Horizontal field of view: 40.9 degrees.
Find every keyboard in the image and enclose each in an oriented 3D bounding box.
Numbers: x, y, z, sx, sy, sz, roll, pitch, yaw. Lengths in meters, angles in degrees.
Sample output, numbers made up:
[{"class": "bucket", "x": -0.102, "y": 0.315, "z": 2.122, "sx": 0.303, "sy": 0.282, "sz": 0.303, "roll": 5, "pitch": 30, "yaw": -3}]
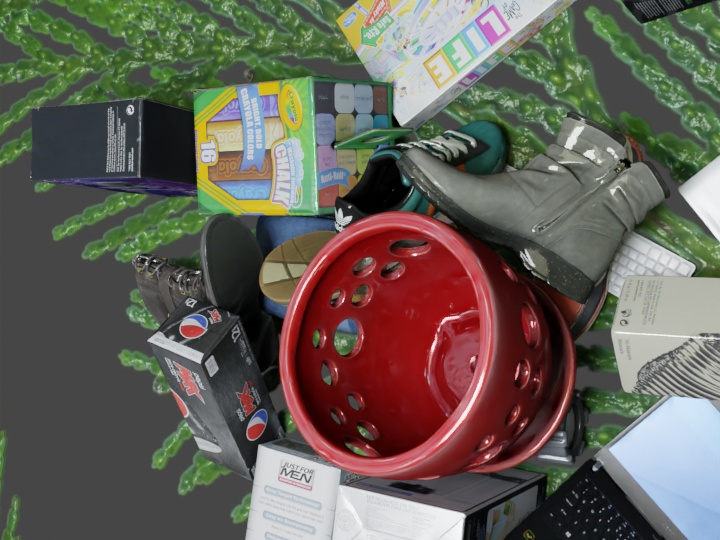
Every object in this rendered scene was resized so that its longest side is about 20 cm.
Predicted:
[{"class": "keyboard", "x": 0.199, "y": -0.028, "z": 0.872, "sx": 0.200, "sy": 0.011, "sz": 0.056, "roll": 32, "pitch": 104, "yaw": 24}]

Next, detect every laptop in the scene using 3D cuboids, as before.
[{"class": "laptop", "x": 0.251, "y": 0.218, "z": 0.778, "sx": 0.177, "sy": 0.200, "sz": 0.103, "roll": 49, "pitch": 147, "yaw": 14}]

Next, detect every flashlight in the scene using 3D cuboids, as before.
[{"class": "flashlight", "x": 0.106, "y": 0.134, "z": 0.892, "sx": 0.199, "sy": 0.068, "sz": 0.068, "roll": 1, "pitch": 46, "yaw": 31}]

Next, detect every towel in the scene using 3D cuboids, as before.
[{"class": "towel", "x": -0.016, "y": 0.005, "z": 0.964, "sx": 0.199, "sy": 0.048, "sz": 0.112, "roll": 11, "pitch": 93, "yaw": 27}]

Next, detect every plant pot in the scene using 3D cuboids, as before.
[{"class": "plant pot", "x": 0.062, "y": 0.068, "z": 0.784, "sx": 0.200, "sy": 0.182, "sz": 0.201, "roll": -9, "pitch": 74, "yaw": 33}]

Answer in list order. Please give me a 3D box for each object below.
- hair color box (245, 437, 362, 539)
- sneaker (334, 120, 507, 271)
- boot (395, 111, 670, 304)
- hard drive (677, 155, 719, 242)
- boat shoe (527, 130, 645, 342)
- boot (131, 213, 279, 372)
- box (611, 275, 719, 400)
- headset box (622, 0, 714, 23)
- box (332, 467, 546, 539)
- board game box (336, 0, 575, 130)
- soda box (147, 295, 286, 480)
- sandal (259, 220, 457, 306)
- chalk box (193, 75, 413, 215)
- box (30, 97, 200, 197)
[{"class": "hair color box", "x": -0.062, "y": 0.281, "z": 0.978, "sx": 0.099, "sy": 0.061, "sz": 0.201, "roll": 10, "pitch": 95, "yaw": 27}, {"class": "sneaker", "x": 0.057, "y": -0.084, "z": 0.855, "sx": 0.071, "sy": 0.080, "sz": 0.200, "roll": 29, "pitch": 60, "yaw": 38}, {"class": "boot", "x": 0.139, "y": -0.076, "z": 0.785, "sx": 0.200, "sy": 0.068, "sz": 0.131, "roll": 33, "pitch": 94, "yaw": -3}, {"class": "hard drive", "x": 0.377, "y": -0.078, "z": 0.769, "sx": 0.200, "sy": 0.027, "sz": 0.132, "roll": -41, "pitch": 71, "yaw": 22}, {"class": "boat shoe", "x": 0.190, "y": -0.024, "z": 0.838, "sx": 0.071, "sy": 0.063, "sz": 0.201, "roll": 25, "pitch": 97, "yaw": 23}, {"class": "boot", "x": -0.174, "y": 0.015, "z": 0.986, "sx": 0.174, "sy": 0.069, "sz": 0.201, "roll": 20, "pitch": 134, "yaw": 35}, {"class": "box", "x": 0.308, "y": 0.056, "z": 0.763, "sx": 0.199, "sy": 0.082, "sz": 0.069, "roll": 1, "pitch": 45, "yaw": 29}, {"class": "headset box", "x": 0.300, "y": -0.319, "z": 0.776, "sx": 0.199, "sy": 0.093, "sz": 0.175, "roll": -11, "pitch": 85, "yaw": 27}, {"class": "box", "x": 0.073, "y": 0.208, "z": 0.829, "sx": 0.116, "sy": 0.200, "sz": 0.060, "roll": 6, "pitch": 91, "yaw": 30}, {"class": "board game box", "x": 0.088, "y": -0.249, "z": 0.920, "sx": 0.200, "sy": 0.034, "sz": 0.135, "roll": -37, "pitch": 73, "yaw": 22}, {"class": "soda box", "x": -0.138, "y": 0.120, "z": 0.952, "sx": 0.071, "sy": 0.063, "sz": 0.200, "roll": 18, "pitch": 142, "yaw": 27}, {"class": "sandal", "x": 0.000, "y": 0.000, "z": 0.898, "sx": 0.199, "sy": 0.054, "sz": 0.081, "roll": -12, "pitch": 47, "yaw": 14}, {"class": "chalk box", "x": -0.046, "y": -0.116, "z": 0.916, "sx": 0.199, "sy": 0.125, "sz": 0.125, "roll": 4, "pitch": 98, "yaw": 39}, {"class": "box", "x": -0.211, "y": -0.119, "z": 0.984, "sx": 0.141, "sy": 0.200, "sz": 0.079, "roll": 4, "pitch": 91, "yaw": 28}]
